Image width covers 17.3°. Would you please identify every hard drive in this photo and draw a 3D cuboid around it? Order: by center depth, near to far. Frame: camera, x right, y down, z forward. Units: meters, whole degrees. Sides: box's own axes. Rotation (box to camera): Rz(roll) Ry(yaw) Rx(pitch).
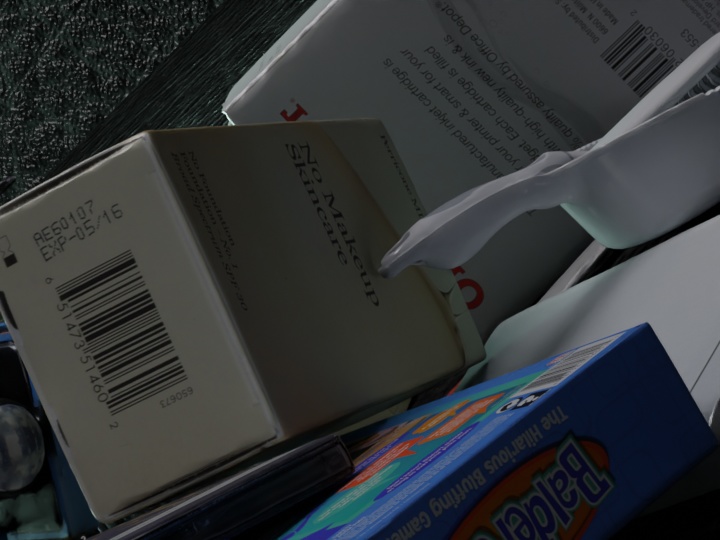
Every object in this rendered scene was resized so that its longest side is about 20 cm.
[{"bbox_3d":[0.084,0.038,0.779,0.200,0.027,0.132,-31,19,53],"label":"hard drive"}]

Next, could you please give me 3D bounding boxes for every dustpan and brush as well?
[{"bbox_3d":[0.091,-0.038,0.833,0.200,0.057,0.140,-39,7,-24],"label":"dustpan and brush"}]

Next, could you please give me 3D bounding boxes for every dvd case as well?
[{"bbox_3d":[-0.113,0.103,0.696,0.149,0.016,0.200,-23,-2,-43],"label":"dvd case"}]

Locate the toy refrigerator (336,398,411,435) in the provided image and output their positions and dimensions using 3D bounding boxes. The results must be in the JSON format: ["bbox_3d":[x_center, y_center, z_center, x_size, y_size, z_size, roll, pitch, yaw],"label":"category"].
[{"bbox_3d":[0.000,0.000,1.074,0.070,0.076,0.200,-38,14,33],"label":"toy refrigerator"}]

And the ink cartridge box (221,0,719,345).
[{"bbox_3d":[0.064,-0.089,0.969,0.200,0.146,0.086,-43,11,12],"label":"ink cartridge box"}]

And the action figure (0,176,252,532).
[{"bbox_3d":[-0.088,0.046,0.934,0.102,0.200,0.119,-45,11,-20],"label":"action figure"}]

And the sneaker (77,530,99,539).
[{"bbox_3d":[-0.123,0.150,1.066,0.200,0.070,0.094,-115,48,-73],"label":"sneaker"}]

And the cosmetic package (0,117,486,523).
[{"bbox_3d":[-0.036,0.010,0.788,0.073,0.104,0.200,-26,-4,21],"label":"cosmetic package"}]

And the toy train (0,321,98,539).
[{"bbox_3d":[-0.154,0.059,0.806,0.114,0.087,0.200,-19,5,-44],"label":"toy train"}]

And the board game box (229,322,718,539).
[{"bbox_3d":[-0.012,0.090,0.691,0.152,0.045,0.200,-34,5,-34],"label":"board game box"}]

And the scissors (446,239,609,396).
[{"bbox_3d":[0.048,0.039,0.927,0.200,0.014,0.073,-53,12,-24],"label":"scissors"}]
